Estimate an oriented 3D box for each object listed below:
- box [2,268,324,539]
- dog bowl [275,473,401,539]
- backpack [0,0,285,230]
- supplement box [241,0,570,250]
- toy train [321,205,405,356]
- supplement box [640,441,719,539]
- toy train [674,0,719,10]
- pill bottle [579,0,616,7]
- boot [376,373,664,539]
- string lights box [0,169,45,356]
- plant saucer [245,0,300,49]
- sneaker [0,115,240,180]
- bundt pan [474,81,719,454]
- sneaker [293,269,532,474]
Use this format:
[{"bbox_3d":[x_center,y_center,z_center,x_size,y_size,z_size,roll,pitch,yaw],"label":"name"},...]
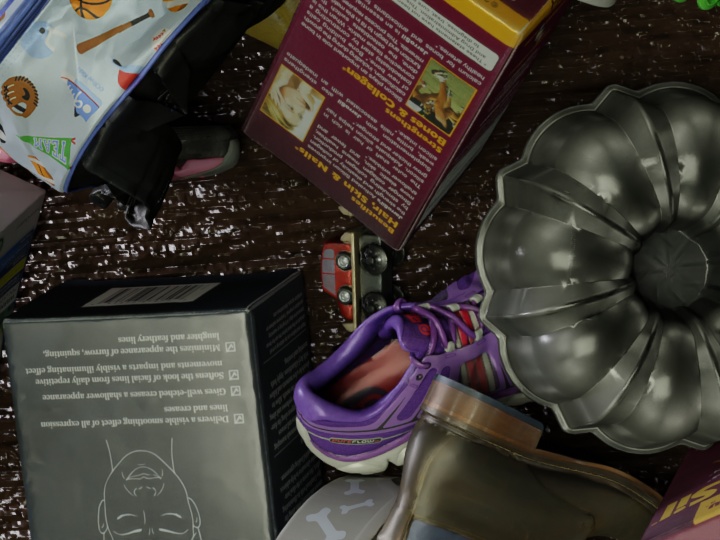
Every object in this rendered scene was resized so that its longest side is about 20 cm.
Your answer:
[{"bbox_3d":[-0.106,0.109,1.554,0.148,0.107,0.201,-2,101,16],"label":"box"},{"bbox_3d":[-0.004,0.204,1.505,0.059,0.200,0.201,16,107,27],"label":"dog bowl"},{"bbox_3d":[-0.127,-0.128,1.393,0.154,0.191,0.200,34,98,-6],"label":"backpack"},{"bbox_3d":[0.028,-0.118,1.406,0.110,0.086,0.200,37,144,6],"label":"supplement box"},{"bbox_3d":[0.000,0.000,1.539,0.046,0.034,0.201,5,105,26],"label":"toy train"},{"bbox_3d":[0.232,0.134,1.412,0.131,0.200,0.103,-25,95,19],"label":"supplement box"},{"bbox_3d":[0.167,-0.163,1.370,0.042,0.200,0.057,30,103,31],"label":"toy train"},{"bbox_3d":[0.142,-0.241,1.399,0.111,0.111,0.200,31,109,7],"label":"pill bottle"},{"bbox_3d":[0.093,0.137,1.473,0.200,0.075,0.097,30,85,-31],"label":"boot"},{"bbox_3d":[-0.248,0.045,1.565,0.059,0.103,0.200,23,119,9],"label":"string lights box"},{"bbox_3d":[-0.072,-0.235,1.496,0.200,0.048,0.200,26,108,8],"label":"plant saucer"},{"bbox_3d":[-0.161,-0.102,1.545,0.199,0.079,0.096,11,94,12],"label":"sneaker"},{"bbox_3d":[0.163,-0.001,1.426,0.201,0.076,0.202,0,91,-7],"label":"bundt pan"},{"bbox_3d":[0.054,0.039,1.476,0.200,0.083,0.081,-34,61,-2],"label":"sneaker"}]
